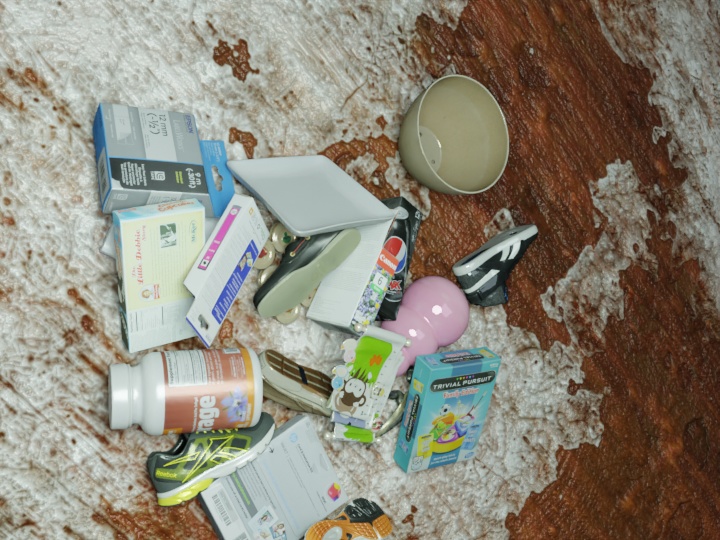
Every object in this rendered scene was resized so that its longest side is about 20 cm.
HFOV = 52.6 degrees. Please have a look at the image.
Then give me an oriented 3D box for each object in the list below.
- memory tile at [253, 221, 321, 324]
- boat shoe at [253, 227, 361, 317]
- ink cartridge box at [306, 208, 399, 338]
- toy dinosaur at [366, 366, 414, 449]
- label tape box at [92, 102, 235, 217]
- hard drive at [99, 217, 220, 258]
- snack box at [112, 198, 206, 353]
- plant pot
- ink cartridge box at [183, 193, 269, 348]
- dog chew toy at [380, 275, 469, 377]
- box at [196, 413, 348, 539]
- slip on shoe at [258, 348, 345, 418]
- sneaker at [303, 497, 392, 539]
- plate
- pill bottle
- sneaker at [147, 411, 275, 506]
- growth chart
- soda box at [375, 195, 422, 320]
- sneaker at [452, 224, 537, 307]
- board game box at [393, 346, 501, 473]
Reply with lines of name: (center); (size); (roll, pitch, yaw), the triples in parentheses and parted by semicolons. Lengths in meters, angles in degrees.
memory tile: (-0.084, -0.021, 1.169); (0.199, 0.017, 0.155); (-36, 114, -32)
boat shoe: (-0.090, -0.008, 1.120); (0.201, 0.063, 0.074); (-43, 152, -14)
ink cartridge box: (0.000, 0.000, 1.155); (0.050, 0.108, 0.202); (35, 72, -39)
toy dinosaur: (0.077, 0.214, 1.242); (0.199, 0.047, 0.089); (-31, 111, -27)
label tape box: (-0.267, -0.153, 1.031); (0.198, 0.066, 0.145); (-1, 62, -30)
hard drive: (-0.262, -0.044, 1.073); (0.199, 0.025, 0.133); (28, 70, -26)
snack box: (-0.272, 0.008, 0.999); (0.115, 0.037, 0.202); (-13, 123, -32)
plant pot: (0.142, -0.222, 1.279); (0.198, 0.134, 0.203); (4, 81, -31)
ink cartridge box: (-0.193, -0.001, 1.022); (0.095, 0.037, 0.202); (73, 36, -58)
dog chew toy: (0.091, 0.102, 1.224); (0.200, 0.124, 0.125); (-42, 106, -20)
box: (-0.131, 0.338, 1.103); (0.199, 0.041, 0.157); (-31, 102, -29)
slip on shoe: (-0.092, 0.192, 1.135); (0.199, 0.076, 0.061); (33, 110, -35)
sneaker: (-0.034, 0.425, 1.144); (0.199, 0.092, 0.076); (1, 43, -49)
plate: (-0.077, -0.113, 1.114); (0.198, 0.199, 0.033); (-13, 133, -41)
pill bottle: (-0.242, 0.167, 1.005); (0.197, 0.112, 0.114); (-1, 85, -22)
sneaker: (-0.211, 0.252, 1.042); (0.199, 0.074, 0.085); (-31, 100, -30)
growth chart: (0.007, 0.179, 1.129); (0.144, 0.018, 0.202); (9, 103, -41)
soda box: (0.041, -0.019, 1.215); (0.063, 0.070, 0.202); (33, 63, -40)
sneaker: (0.267, 0.000, 1.375); (0.199, 0.073, 0.113); (-29, 103, -22)
board game box: (0.146, 0.235, 1.229); (0.149, 0.047, 0.202); (-4, 116, -32)
